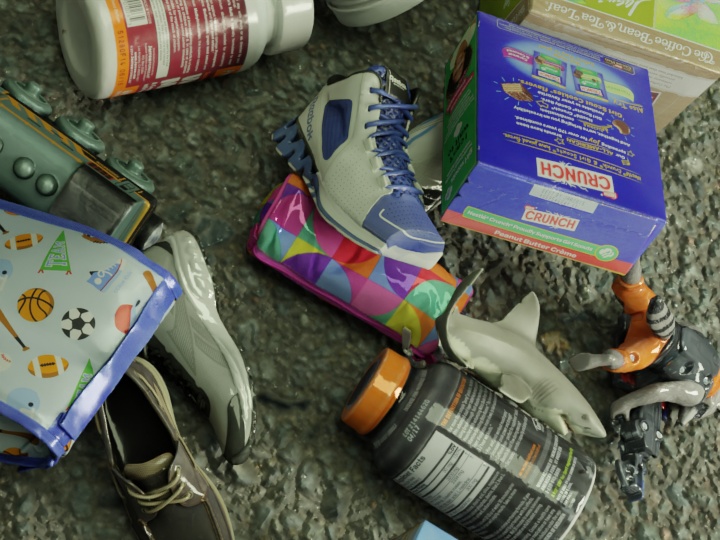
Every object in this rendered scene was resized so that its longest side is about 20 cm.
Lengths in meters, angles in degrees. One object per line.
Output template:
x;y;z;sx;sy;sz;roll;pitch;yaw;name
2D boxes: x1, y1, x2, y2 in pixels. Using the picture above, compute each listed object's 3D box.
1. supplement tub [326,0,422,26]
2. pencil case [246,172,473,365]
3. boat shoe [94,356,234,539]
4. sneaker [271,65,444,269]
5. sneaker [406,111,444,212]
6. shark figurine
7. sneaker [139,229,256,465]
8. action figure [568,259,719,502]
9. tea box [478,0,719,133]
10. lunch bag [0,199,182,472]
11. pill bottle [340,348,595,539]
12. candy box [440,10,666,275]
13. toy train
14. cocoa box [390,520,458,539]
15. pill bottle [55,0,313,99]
-0.012;-0.329;1.552;0.145;0.145;0.200;-50;123;-30;supplement tub
0.000;0.000;1.495;0.200;0.088;0.088;33;61;-4;pencil case
-0.159;0.158;1.356;0.074;0.073;0.200;-29;81;3;boat shoe
0.009;-0.100;1.444;0.080;0.115;0.199;15;26;-44;sneaker
0.050;-0.090;1.569;0.200;0.072;0.072;-27;106;-16;sneaker
0.112;0.050;1.431;0.214;0.128;0.090;37;85;-41;shark figurine
-0.137;0.067;1.425;0.079;0.074;0.200;-19;70;-17;sneaker
0.255;0.090;1.524;0.193;0.104;0.200;35;50;-44;action figure
0.226;-0.261;1.660;0.200;0.134;0.197;14;65;-16;tea box
-0.250;0.050;1.313;0.200;0.124;0.170;13;55;31;lunch bag
0.084;0.145;1.452;0.200;0.106;0.106;34;61;-5;pill bottle
0.158;-0.107;1.486;0.169;0.077;0.200;17;42;-13;candy box
-0.245;-0.082;1.401;0.200;0.114;0.085;37;99;1;toy train
0.040;0.316;1.349;0.133;0.131;0.200;31;61;-7;cocoa box
-0.147;-0.215;1.509;0.200;0.110;0.110;-14;74;-26;pill bottle
